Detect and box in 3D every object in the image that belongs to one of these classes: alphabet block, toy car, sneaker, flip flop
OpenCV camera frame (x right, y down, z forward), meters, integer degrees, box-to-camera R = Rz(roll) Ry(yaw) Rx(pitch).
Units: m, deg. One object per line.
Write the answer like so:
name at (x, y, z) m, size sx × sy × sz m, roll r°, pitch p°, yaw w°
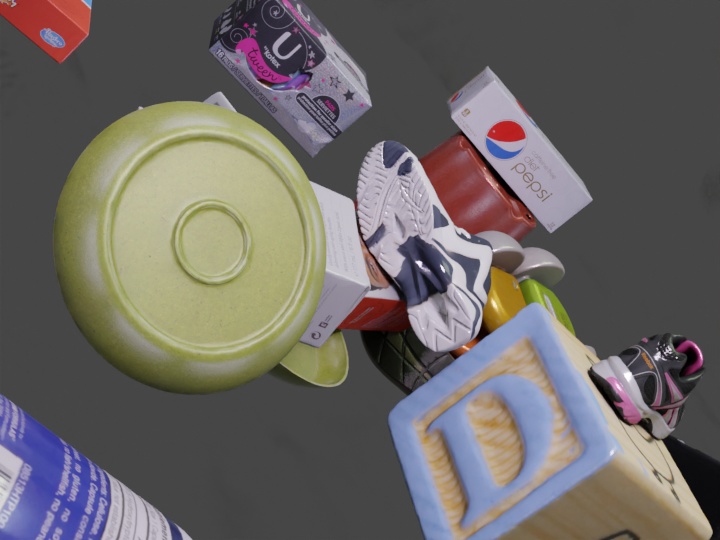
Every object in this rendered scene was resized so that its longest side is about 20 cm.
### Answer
alphabet block at (0.172, 0.191, 0.981) m, size 0.200 × 0.196 × 0.196 m, roll 38°, pitch 23°, yaw -39°
toy car at (0.160, 0.066, 1.180) m, size 0.199 × 0.149 × 0.177 m, roll 16°, pitch 49°, yaw -48°
sneaker at (0.288, 0.103, 0.981) m, size 0.081 × 0.086 × 0.200 m, roll 59°, pitch 17°, yaw 19°
flip flop at (0.073, 0.108, 1.113) m, size 0.200 × 0.081 × 0.058 m, roll 43°, pitch -18°, yaw -3°
sneaker at (0.069, -0.029, 1.002) m, size 0.201 × 0.079 × 0.129 m, roll 62°, pitch 21°, yaw 3°

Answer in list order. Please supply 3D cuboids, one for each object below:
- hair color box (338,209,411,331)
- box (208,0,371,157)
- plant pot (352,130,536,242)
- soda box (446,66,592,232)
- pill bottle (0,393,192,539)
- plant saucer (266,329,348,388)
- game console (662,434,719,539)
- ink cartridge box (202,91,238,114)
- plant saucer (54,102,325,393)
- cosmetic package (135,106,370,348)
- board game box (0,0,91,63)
hair color box at (0.000, 0.000, 1.003) m, size 0.199 × 0.061 × 0.102 m, roll 7°, pitch 56°, yaw -62°
box at (-0.089, -0.274, 1.378) m, size 0.200 × 0.114 × 0.133 m, roll 44°, pitch 18°, yaw -24°
plant pot at (0.094, -0.054, 1.273) m, size 0.201 × 0.195 × 0.201 m, roll 45°, pitch 18°, yaw -19°
soda box at (0.191, -0.144, 1.254) m, size 0.200 × 0.068 × 0.064 m, roll 46°, pitch 18°, yaw -21°
pill bottle at (-0.132, 0.135, 0.417) m, size 0.200 × 0.119 × 0.120 m, roll 45°, pitch 18°, yaw -25°
plant saucer at (-0.086, 0.026, 0.917) m, size 0.200 × 0.031 × 0.201 m, roll 47°, pitch 18°, yaw -20°
game console at (0.343, 0.280, 1.198) m, size 0.115 × 0.202 × 0.176 m, roll 19°, pitch 11°, yaw 11°
ink cartridge box at (-0.087, -0.072, 1.085) m, size 0.163 × 0.057 × 0.200 m, roll 51°, pitch -7°, yaw 30°
plant saucer at (-0.105, -0.017, 0.711) m, size 0.200 × 0.201 × 0.031 m, roll 46°, pitch -24°, yaw -19°
cosmetic package at (-0.100, -0.031, 0.808) m, size 0.199 × 0.081 × 0.113 m, roll 22°, pitch 35°, yaw -28°
board game box at (-0.325, -0.291, 0.917) m, size 0.200 × 0.040 × 0.154 m, roll 41°, pitch 20°, yaw -34°
